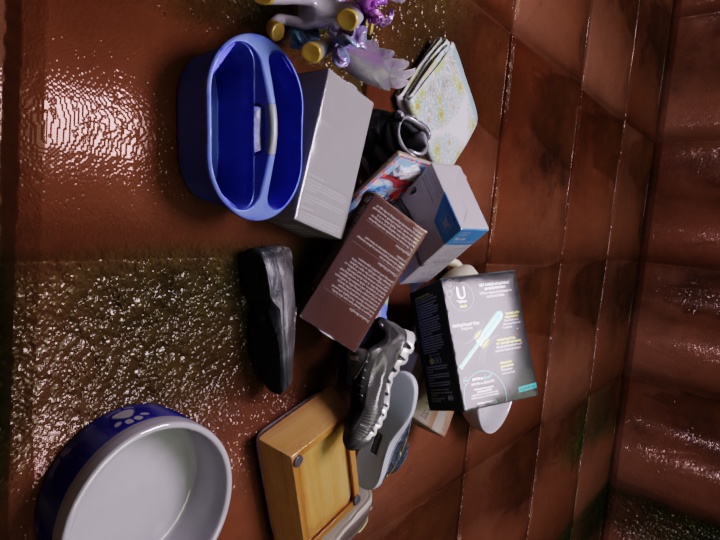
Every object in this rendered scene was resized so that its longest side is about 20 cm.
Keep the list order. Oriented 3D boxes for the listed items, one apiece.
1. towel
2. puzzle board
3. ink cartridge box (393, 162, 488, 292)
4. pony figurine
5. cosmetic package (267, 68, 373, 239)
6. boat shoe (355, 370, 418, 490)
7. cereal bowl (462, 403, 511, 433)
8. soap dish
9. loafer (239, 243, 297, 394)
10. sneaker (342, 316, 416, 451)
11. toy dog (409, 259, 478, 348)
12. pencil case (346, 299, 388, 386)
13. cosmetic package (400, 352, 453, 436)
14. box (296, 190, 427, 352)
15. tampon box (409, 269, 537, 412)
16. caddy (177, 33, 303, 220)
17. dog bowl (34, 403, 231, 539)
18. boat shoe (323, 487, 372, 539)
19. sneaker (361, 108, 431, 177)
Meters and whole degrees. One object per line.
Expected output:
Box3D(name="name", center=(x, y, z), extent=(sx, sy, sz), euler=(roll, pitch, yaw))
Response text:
Box3D(name="towel", center=(0.145, -0.290, 0.990), extent=(0.173, 0.047, 0.202), euler=(-55, 134, -23))
Box3D(name="puzzle board", center=(0.069, -0.119, 0.867), extent=(0.197, 0.150, 0.018), euler=(3, 55, -50))
Box3D(name="ink cartridge box", center=(0.097, -0.058, 0.854), extent=(0.065, 0.200, 0.119), euler=(-4, 62, -37))
Box3D(name="pony figurine", center=(-0.019, -0.307, 0.650), extent=(0.202, 0.187, 0.170), euler=(-65, 171, -55))
Box3D(name="cosmetic package", center=(-0.060, -0.155, 0.740), extent=(0.106, 0.088, 0.207), euler=(21, 79, -50))
Box3D(name="boat shoe", center=(0.052, 0.251, 0.878), extent=(0.090, 0.070, 0.206), euler=(-1, 115, -59))
Box3D(name="cereal bowl", center=(0.282, 0.260, 1.235), extent=(0.197, 0.082, 0.207), euler=(-14, 109, -48))
Box3D(name="soap dish", center=(-0.072, 0.305, 0.817), extent=(0.155, 0.080, 0.207), euler=(-25, 117, -45))
Box3D(name="loafer", center=(-0.110, 0.066, 0.734), extent=(0.071, 0.071, 0.207), euler=(-20, 114, -51))
Box3D(name="sneaker", center=(0.009, 0.158, 0.795), extent=(0.090, 0.066, 0.204), euler=(39, 65, -25))
Box3D(name="toy dog", center=(0.184, 0.091, 1.046), extent=(0.200, 0.137, 0.198), euler=(-43, 115, -36))
Box3D(name="pencil case", center=(0.014, 0.099, 0.879), extent=(0.075, 0.087, 0.207), euler=(-2, 101, -8))
Box3D(name="cosmetic package", center=(0.101, 0.225, 1.006), extent=(0.199, 0.086, 0.106), euler=(40, 68, -46))
Box3D(name="box", center=(0.000, 0.000, 0.778), extent=(0.099, 0.075, 0.203), euler=(33, 90, -14))
Box3D(name="tampon box", center=(0.184, 0.118, 0.899), extent=(0.145, 0.126, 0.207), euler=(-5, 79, -21))
Box3D(name="caddy", center=(-0.132, -0.164, 0.630), extent=(0.139, 0.103, 0.208), euler=(-9, 104, -49))
Box3D(name="dog bowl", center=(-0.245, 0.259, 0.600), extent=(0.197, 0.077, 0.208), euler=(-14, 108, -49))
Box3D(name="boat shoe", center=(-0.054, 0.429, 0.874), extent=(0.197, 0.071, 0.061), euler=(-27, 125, -43))
Box3D(name="sneaker", center=(0.066, -0.173, 0.862), extent=(0.077, 0.111, 0.202), euler=(-58, 135, -25))
